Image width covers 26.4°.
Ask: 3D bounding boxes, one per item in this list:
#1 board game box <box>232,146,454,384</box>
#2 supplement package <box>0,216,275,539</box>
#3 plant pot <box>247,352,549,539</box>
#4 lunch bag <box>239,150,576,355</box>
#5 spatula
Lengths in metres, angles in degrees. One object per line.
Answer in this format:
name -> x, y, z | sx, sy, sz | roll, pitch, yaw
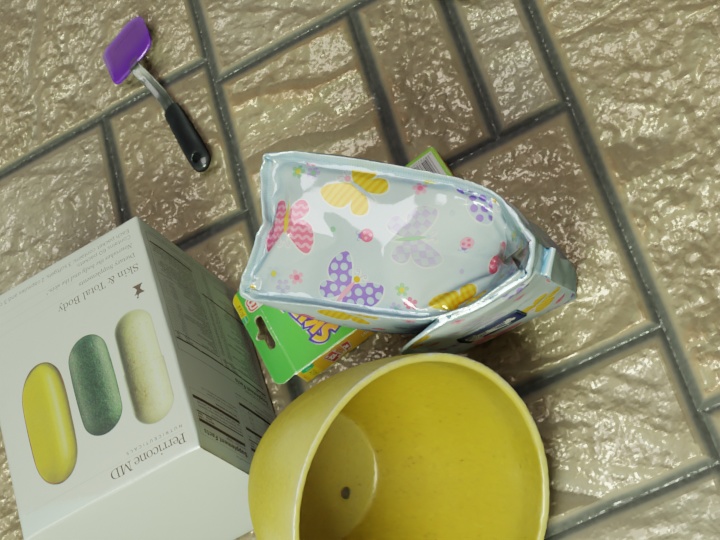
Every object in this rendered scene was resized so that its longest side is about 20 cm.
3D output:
board game box -> 0.000, 0.000, 1.174 | 0.200, 0.030, 0.096 | -35, 56, 6
supplement package -> -0.165, 0.101, 1.139 | 0.152, 0.151, 0.200 | -29, 57, 13
plant pot -> 0.004, 0.148, 1.021 | 0.142, 0.200, 0.200 | 5, 68, 56
lunch bag -> 0.041, -0.005, 1.048 | 0.200, 0.170, 0.127 | 8, 88, 15
spatula -> -0.176, -0.153, 1.344 | 0.057, 0.021, 0.200 | -47, 56, 16
